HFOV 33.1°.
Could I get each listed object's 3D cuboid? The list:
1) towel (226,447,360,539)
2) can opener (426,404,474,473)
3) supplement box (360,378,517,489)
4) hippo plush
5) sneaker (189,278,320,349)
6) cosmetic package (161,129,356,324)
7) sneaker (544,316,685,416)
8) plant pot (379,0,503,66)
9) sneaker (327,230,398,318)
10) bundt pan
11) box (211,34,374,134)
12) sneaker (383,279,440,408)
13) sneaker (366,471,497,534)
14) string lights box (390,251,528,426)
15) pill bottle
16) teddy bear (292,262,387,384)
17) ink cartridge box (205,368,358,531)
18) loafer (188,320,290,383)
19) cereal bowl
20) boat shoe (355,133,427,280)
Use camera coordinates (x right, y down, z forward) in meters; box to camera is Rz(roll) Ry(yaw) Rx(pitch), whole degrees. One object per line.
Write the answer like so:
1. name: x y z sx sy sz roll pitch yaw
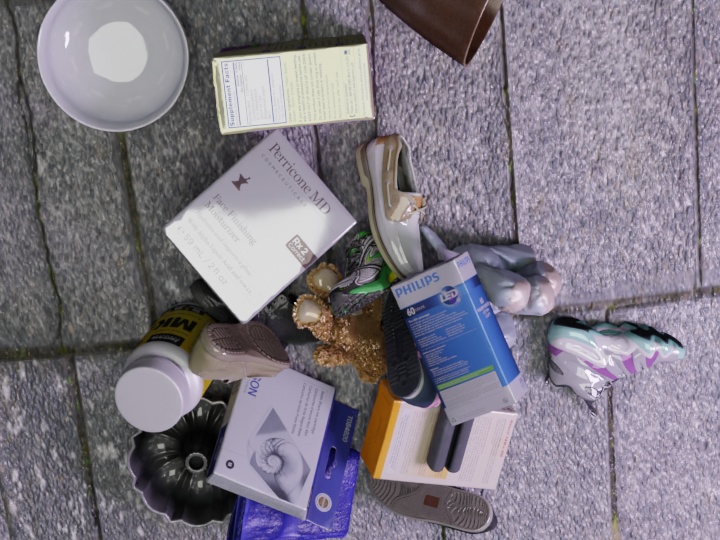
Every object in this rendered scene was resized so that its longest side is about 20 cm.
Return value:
1. towel: -0.093 0.334 1.755 0.198 0.049 0.149 0 110 -35
2. can opener: 0.142 0.193 1.660 0.053 0.067 0.202 6 108 -22
3. supplement box: 0.113 0.237 1.747 0.198 0.074 0.127 9 107 -20
4. hippo plush: 0.171 0.055 1.679 0.198 0.160 0.162 8 116 -22
5. sneaker: -0.137 0.050 1.721 0.199 0.060 0.104 40 101 -17
6. cosmetic package: -0.137 -0.057 1.606 0.200 0.165 0.165 -42 96 -5
7. sneaker: 0.364 0.149 1.761 0.197 0.078 0.142 8 107 5
8. plant pot: 0.088 -0.392 1.561 0.198 0.187 0.189 27 103 6
9. sneaker: 0.000 0.000 1.650 0.078 0.200 0.086 -33 95 29
10. bundt pan: -0.236 0.265 1.763 0.199 0.076 0.204 -1 106 -2
11. box: -0.085 -0.246 1.579 0.197 0.176 0.098 -5 105 -1
12. sneaker: 0.079 0.101 1.699 0.070 0.202 0.082 -19 143 32
13. sneaker: 0.107 0.349 1.805 0.198 0.106 0.075 19 76 20
14. string lights box: 0.130 0.090 1.587 0.102 0.059 0.202 -23 91 27
15. pill bottle: -0.257 0.132 1.654 0.113 0.200 0.116 3 112 9
16. teddy bear: -0.022 0.075 1.703 0.199 0.066 0.147 22 69 -43
17. ink cartridge box: -0.099 0.239 1.704 0.198 0.201 0.041 25 145 -17
18. loafer: -0.167 0.113 1.631 0.068 0.199 0.076 -39 65 18
19. cereal bowl: -0.323 -0.288 1.607 0.197 0.083 0.203 0 105 -2
20. boat shoe: 0.052 -0.088 1.646 0.068 0.075 0.202 -20 83 29
